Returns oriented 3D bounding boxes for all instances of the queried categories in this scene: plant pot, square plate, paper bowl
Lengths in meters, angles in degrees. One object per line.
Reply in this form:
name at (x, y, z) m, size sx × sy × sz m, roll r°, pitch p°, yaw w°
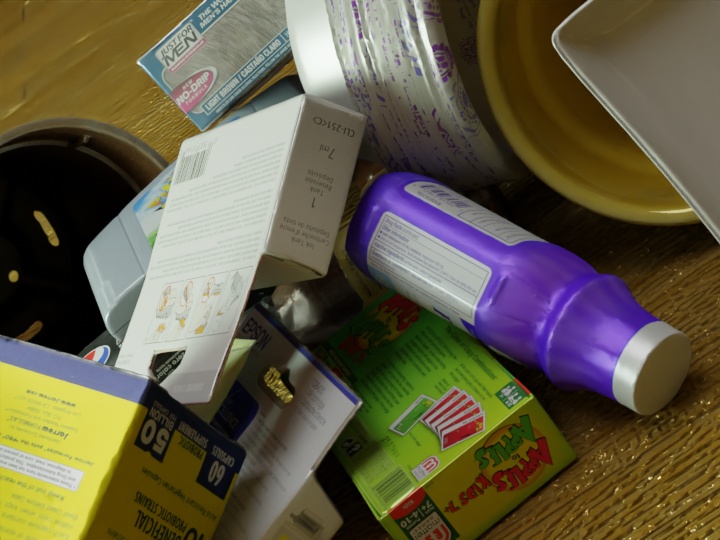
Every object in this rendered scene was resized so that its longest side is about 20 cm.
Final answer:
plant pot at (0.180, -0.150, 1.219) m, size 0.200 × 0.201 × 0.189 m, roll -26°, pitch 12°, yaw 23°
square plate at (0.228, -0.103, 1.077) m, size 0.200 × 0.198 × 0.028 m, roll -41°, pitch 1°, yaw -7°
paper bowl at (0.027, -0.141, 1.238) m, size 0.104 × 0.201 × 0.201 m, roll -12°, pitch 33°, yaw 20°
plant pot at (-0.238, -0.003, 1.518) m, size 0.200 × 0.200 × 0.198 m, roll -47°, pitch 19°, yaw -19°

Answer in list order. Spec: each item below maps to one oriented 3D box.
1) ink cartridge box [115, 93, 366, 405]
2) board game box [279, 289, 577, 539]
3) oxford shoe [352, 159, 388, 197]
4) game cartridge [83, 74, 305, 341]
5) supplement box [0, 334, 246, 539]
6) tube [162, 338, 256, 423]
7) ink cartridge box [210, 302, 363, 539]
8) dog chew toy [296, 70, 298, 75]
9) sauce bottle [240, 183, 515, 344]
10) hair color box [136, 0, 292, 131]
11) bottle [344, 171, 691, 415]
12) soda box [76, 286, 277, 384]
ink cartridge box at (-0.076, 0.000, 1.216) m, size 0.200 × 0.045 × 0.177 m, roll -10°, pitch 62°, yaw 66°
board game box at (0.032, 0.079, 1.176) m, size 0.102 × 0.048 × 0.200 m, roll -38°, pitch 26°, yaw -2°
oxford shoe at (0.080, -0.109, 1.364) m, size 0.200 × 0.071 × 0.071 m, roll -26°, pitch 64°, yaw -1°
game cartridge at (-0.096, -0.046, 1.389) m, size 0.200 × 0.040 × 0.133 m, roll -41°, pitch 20°, yaw 1°
supplement box at (-0.160, 0.152, 1.093) m, size 0.109 × 0.109 × 0.200 m, roll 13°, pitch 73°, yaw 31°
tube at (-0.129, 0.117, 1.204) m, size 0.058 × 0.052 × 0.200 m, roll 27°, pitch 73°, yaw 29°
ink cartridge box at (-0.080, 0.132, 1.202) m, size 0.200 × 0.047 × 0.198 m, roll -49°, pitch 24°, yaw -1°
dog chew toy at (0.013, -0.128, 1.473) m, size 0.200 × 0.125 × 0.125 m, roll -30°, pitch 25°, yaw 33°
sauce bottle at (0.000, 0.000, 1.332) m, size 0.200 × 0.066 × 0.066 m, roll -32°, pitch 26°, yaw 11°
hair color box at (-0.075, -0.147, 1.358) m, size 0.100 × 0.061 × 0.200 m, roll -42°, pitch 4°, yaw 7°
bottle at (0.084, 0.013, 1.132) m, size 0.200 × 0.083 × 0.065 m, roll 30°, pitch 98°, yaw 36°
soda box at (-0.128, 0.061, 1.386) m, size 0.200 × 0.071 × 0.063 m, roll -41°, pitch 26°, yaw -6°
